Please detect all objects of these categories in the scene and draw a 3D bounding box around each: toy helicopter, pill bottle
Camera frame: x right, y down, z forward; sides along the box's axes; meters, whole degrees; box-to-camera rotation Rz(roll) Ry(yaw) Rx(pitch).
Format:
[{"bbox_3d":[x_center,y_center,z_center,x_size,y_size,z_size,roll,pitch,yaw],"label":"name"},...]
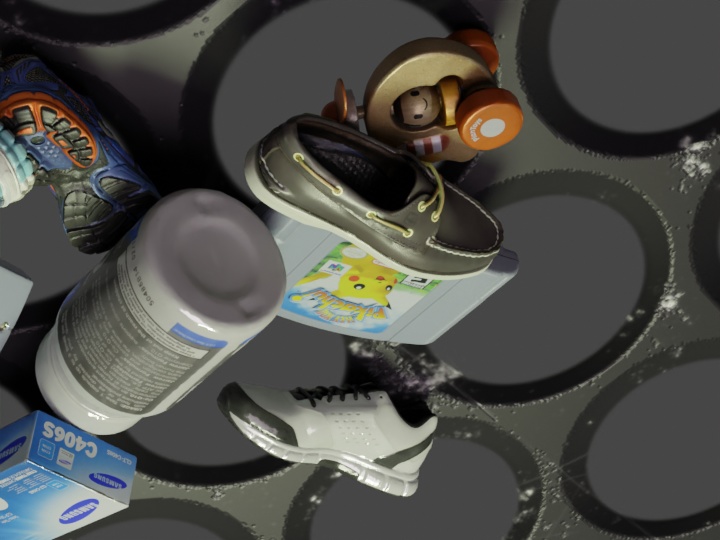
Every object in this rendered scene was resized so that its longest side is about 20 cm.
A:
[{"bbox_3d":[0.020,-0.088,1.271,0.132,0.079,0.200,5,137,-26],"label":"toy helicopter"},{"bbox_3d":[-0.148,0.036,1.258,0.113,0.114,0.200,20,142,-27],"label":"pill bottle"}]

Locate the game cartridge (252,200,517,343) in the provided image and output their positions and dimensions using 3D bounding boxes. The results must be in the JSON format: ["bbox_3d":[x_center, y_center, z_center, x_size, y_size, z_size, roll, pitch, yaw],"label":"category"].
[{"bbox_3d":[0.000,0.000,1.315,0.199,0.041,0.133,16,148,-26],"label":"game cartridge"}]

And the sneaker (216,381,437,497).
[{"bbox_3d":[-0.025,0.117,1.425,0.199,0.074,0.080,20,105,-32],"label":"sneaker"}]

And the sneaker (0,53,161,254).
[{"bbox_3d":[-0.191,-0.081,1.219,0.075,0.079,0.200,-20,147,7],"label":"sneaker"}]

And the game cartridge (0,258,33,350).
[{"bbox_3d":[-0.321,0.070,1.254,0.200,0.040,0.133,-55,152,-1],"label":"game cartridge"}]

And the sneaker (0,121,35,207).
[{"bbox_3d":[-0.309,-0.070,1.132,0.199,0.086,0.078,12,133,31],"label":"sneaker"}]

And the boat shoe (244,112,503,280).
[{"bbox_3d":[0.020,-0.050,1.217,0.200,0.072,0.061,19,146,-25],"label":"boat shoe"}]

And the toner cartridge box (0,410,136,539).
[{"bbox_3d":[-0.269,0.171,1.353,0.095,0.043,0.200,29,141,-32],"label":"toner cartridge box"}]
